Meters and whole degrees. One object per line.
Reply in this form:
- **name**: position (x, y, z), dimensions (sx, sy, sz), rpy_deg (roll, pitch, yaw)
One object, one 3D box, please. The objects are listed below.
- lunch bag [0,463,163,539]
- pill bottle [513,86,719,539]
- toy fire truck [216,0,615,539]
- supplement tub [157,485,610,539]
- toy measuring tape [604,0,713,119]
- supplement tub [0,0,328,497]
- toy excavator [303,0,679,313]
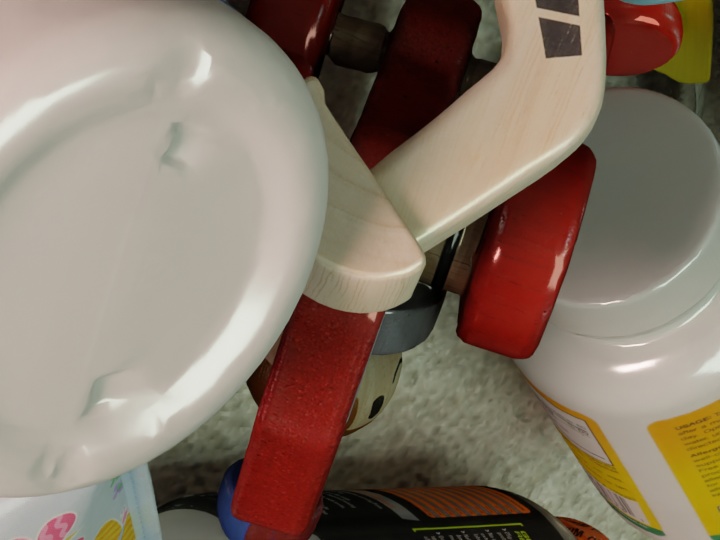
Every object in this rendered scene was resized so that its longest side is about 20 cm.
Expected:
- **lunch bag**: position (-0.148, 0.094, 0.793), dimensions (0.169, 0.127, 0.200), rpy_deg (-35, 162, -17)
- **pill bottle**: position (0.112, 0.018, 0.974), dimensions (0.113, 0.113, 0.200), rpy_deg (-46, 147, -6)
- **toy fire truck**: position (0.000, 0.000, 0.828), dimensions (0.200, 0.112, 0.168), rpy_deg (-73, 180, -56)
- **supplement tub**: position (0.008, 0.141, 0.981), dimensions (0.200, 0.122, 0.123), rpy_deg (3, 117, -43)
- **toy measuring tape**: position (0.090, -0.086, 0.944), dimensions (0.074, 0.074, 0.200), rpy_deg (-39, 156, -13)
- **supplement tub**: position (-0.113, -0.046, 0.666), dimensions (0.132, 0.200, 0.132), rpy_deg (-23, 133, -28)
- **toy excavator**: position (0.059, -0.098, 0.710), dimensions (0.194, 0.201, 0.100), rpy_deg (-6, 164, -9)
